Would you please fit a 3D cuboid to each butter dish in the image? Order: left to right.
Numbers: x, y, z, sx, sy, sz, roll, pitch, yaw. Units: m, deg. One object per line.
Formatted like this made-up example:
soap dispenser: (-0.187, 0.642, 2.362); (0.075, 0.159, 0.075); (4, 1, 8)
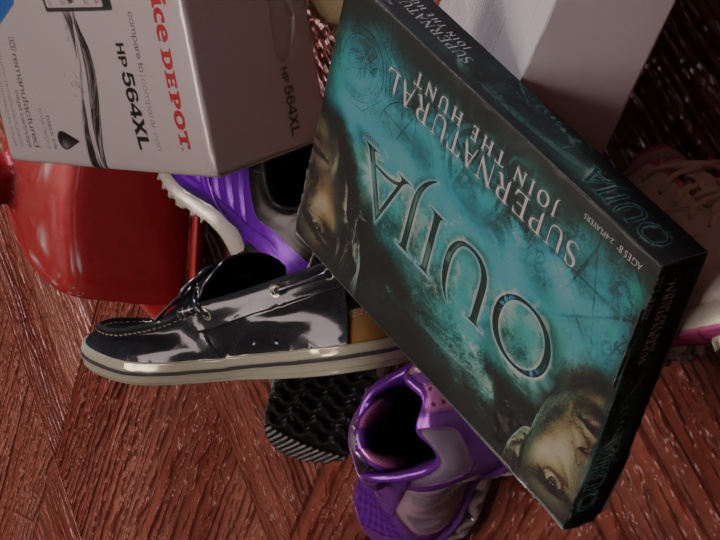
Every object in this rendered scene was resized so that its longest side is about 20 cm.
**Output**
butter dish: (-0.193, -0.066, 1.334); (0.199, 0.147, 0.202); (40, 130, 53)

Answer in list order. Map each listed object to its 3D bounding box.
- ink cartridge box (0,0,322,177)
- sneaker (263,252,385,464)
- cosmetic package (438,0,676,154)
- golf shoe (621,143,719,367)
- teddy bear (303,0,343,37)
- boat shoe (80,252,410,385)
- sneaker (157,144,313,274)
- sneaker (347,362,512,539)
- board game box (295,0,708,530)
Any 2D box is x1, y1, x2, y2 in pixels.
ink cartridge box: (-0.124, -0.136, 1.095); (0.199, 0.084, 0.147); (7, 113, 47)
sneaker: (0.000, 0.001, 1.041); (0.094, 0.070, 0.201); (-92, 22, -62)
cosmetic package: (0.081, -0.121, 0.824); (0.152, 0.051, 0.201); (-89, 15, -45)
golf shoe: (0.132, -0.009, 0.773); (0.200, 0.075, 0.092); (-12, 80, 63)
teddy bear: (-0.018, -0.226, 1.054); (0.201, 0.066, 0.145); (59, 150, 28)
boat shoe: (-0.060, 0.023, 0.978); (0.199, 0.074, 0.063); (-6, 93, 38)
sneaker: (-0.056, -0.062, 1.156); (0.200, 0.069, 0.100); (51, 132, 42)
sneaker: (0.028, 0.087, 0.984); (0.200, 0.088, 0.081); (-50, 53, 57)
board game box: (0.047, -0.012, 0.788); (0.200, 0.028, 0.136); (47, 138, 36)
